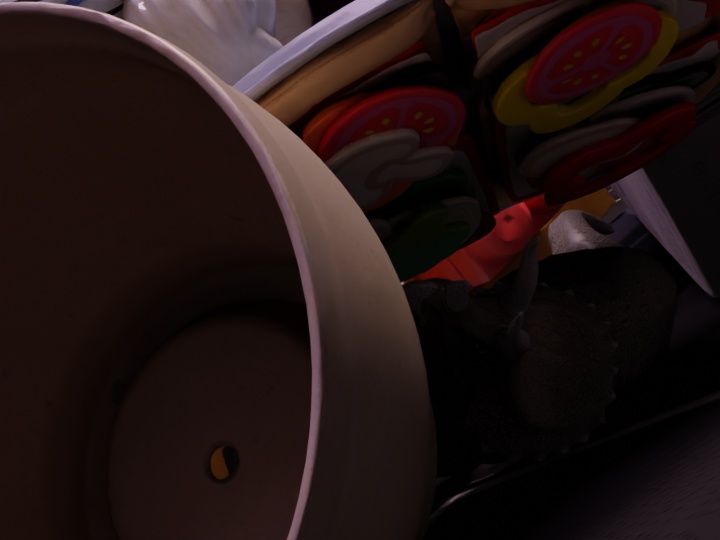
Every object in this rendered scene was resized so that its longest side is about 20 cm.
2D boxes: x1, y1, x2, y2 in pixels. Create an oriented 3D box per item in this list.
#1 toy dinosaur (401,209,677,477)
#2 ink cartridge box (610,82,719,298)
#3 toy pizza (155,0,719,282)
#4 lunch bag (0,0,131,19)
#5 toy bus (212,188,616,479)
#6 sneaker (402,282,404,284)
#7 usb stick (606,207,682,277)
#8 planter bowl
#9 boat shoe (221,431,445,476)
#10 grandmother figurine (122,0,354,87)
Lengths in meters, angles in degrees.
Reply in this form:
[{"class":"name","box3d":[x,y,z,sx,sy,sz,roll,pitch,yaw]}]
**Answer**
[{"class":"toy dinosaur","box3d":[0.057,0.025,0.833,0.102,0.078,0.200,-11,2,31]},{"class":"ink cartridge box","box3d":[0.100,-0.070,0.969,0.050,0.109,0.200,-30,16,3]},{"class":"toy pizza","box3d":[0.035,-0.041,0.784,0.199,0.032,0.200,-22,-18,-7]},{"class":"lunch bag","box3d":[-0.091,-0.070,0.837,0.160,0.075,0.200,-44,-18,-20]},{"class":"toy bus","box3d":[0.000,0.000,1.023,0.200,0.136,0.192,-44,9,-20]},{"class":"sneaker","box3d":[-0.077,0.021,0.949,0.199,0.087,0.075,-26,-12,15]},{"class":"usb stick","box3d":[0.086,0.008,1.003,0.055,0.033,0.200,-34,2,37]},{"class":"planter bowl","box3d":[-0.061,0.044,0.695,0.200,0.201,0.135,-33,-24,22]},{"class":"boat shoe","box3d":[-0.054,0.088,0.901,0.201,0.065,0.074,-34,2,4]},{"class":"grandmother figurine","box3d":[0.015,-0.091,0.802,0.199,0.122,0.060,-24,29,-33]}]
